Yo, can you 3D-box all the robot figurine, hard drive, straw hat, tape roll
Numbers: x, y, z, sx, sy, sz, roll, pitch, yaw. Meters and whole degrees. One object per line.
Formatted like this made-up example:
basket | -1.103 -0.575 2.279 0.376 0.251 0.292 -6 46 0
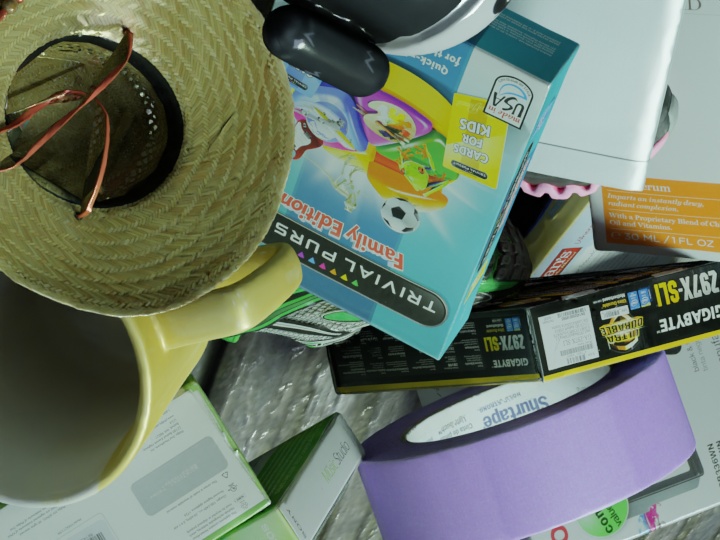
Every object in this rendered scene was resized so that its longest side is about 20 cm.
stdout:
robot figurine | -0.001 -0.178 1.266 0.150 0.125 0.200 -46 142 13
hard drive | 0.103 -0.144 1.410 0.027 0.132 0.200 -72 173 -60
straw hat | -0.140 -0.073 1.334 0.201 0.201 0.085 -18 -172 -29
tape roll | 0.099 0.108 1.641 0.200 0.066 0.200 -20 -173 2

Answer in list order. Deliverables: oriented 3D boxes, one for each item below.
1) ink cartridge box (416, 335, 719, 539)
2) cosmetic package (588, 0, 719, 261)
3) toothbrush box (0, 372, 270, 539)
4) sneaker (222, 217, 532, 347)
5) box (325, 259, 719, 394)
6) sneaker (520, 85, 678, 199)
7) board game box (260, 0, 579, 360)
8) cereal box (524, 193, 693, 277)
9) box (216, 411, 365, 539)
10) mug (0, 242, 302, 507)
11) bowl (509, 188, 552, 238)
ink cartridge box | 0.163 0.102 1.839 0.200 0.147 0.146 -20 -176 -16
cosmetic package | 0.182 -0.103 1.558 0.071 0.101 0.200 -65 153 -45
toothbrush box | -0.143 0.124 1.567 0.145 0.086 0.200 -32 -170 -5
sneaker | 0.000 0.000 1.567 0.200 0.078 0.085 -1 135 5
box | 0.100 0.035 1.633 0.159 0.049 0.200 -15 -175 -37
sneaker | 0.074 -0.096 1.491 0.200 0.079 0.095 -1 141 16
board game box | 0.012 -0.066 1.431 0.047 0.151 0.200 -53 167 -48
cereal box | 0.199 -0.052 1.818 0.200 0.040 0.144 -4 142 -45
box | -0.099 0.166 1.585 0.200 0.036 0.144 -32 -171 23
mug | -0.134 0.035 1.426 0.153 0.186 0.150 -40 147 -65
bowl | 0.038 -0.036 1.661 0.200 0.039 0.201 -27 153 -15
